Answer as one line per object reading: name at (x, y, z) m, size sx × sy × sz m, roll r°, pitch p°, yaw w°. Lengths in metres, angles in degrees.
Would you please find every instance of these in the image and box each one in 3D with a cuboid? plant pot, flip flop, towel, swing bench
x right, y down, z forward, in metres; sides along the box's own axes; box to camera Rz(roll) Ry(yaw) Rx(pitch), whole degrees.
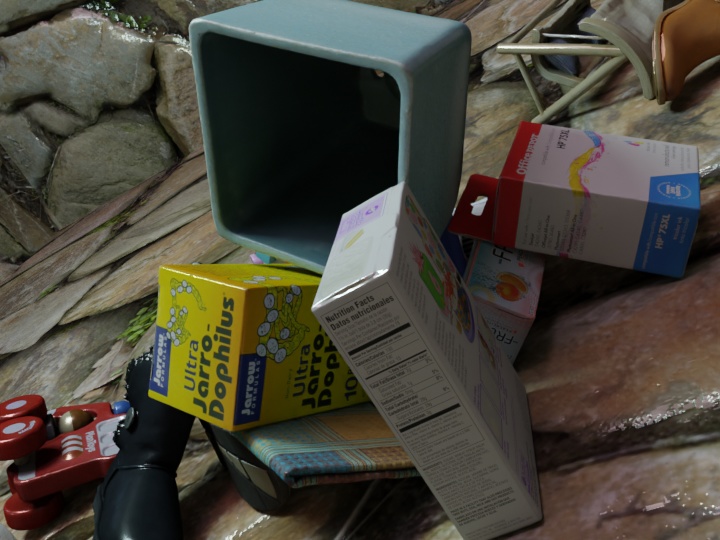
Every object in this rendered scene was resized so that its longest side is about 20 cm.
plant pot at (0.000, -0.133, 0.690) m, size 0.194 × 0.198 × 0.200 m, roll 18°, pitch 40°, yaw 24°
flip flop at (-0.105, 0.160, 0.756) m, size 0.057 × 0.082 × 0.199 m, roll -24°, pitch 11°, yaw -20°
towel at (-0.034, 0.131, 0.654) m, size 0.144 × 0.022 × 0.199 m, roll 3°, pitch 6°, yaw -27°
swing bench at (0.329, -0.315, 1.089) m, size 0.198 × 0.131 × 0.199 m, roll -7°, pitch 32°, yaw 49°

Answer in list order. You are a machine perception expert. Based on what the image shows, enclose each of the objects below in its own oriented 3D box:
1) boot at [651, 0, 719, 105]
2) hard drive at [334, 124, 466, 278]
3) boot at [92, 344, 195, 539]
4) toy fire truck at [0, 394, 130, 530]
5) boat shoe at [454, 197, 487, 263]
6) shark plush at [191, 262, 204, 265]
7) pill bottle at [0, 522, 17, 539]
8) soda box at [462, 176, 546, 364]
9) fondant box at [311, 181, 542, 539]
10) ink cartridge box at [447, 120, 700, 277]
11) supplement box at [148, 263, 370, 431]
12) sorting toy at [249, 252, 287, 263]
boot at (0.422, -0.268, 0.932) m, size 0.153 × 0.077 × 0.202 m, roll 8°, pitch 52°, yaw 25°
hard drive at (0.027, -0.041, 0.801) m, size 0.130 × 0.203 × 0.025 m, roll -15°, pitch -11°, yaw 2°
boot at (-0.183, 0.164, 0.723) m, size 0.200 × 0.075 × 0.171 m, roll 19°, pitch 92°, yaw 65°
toy fire truck at (-0.352, 0.212, 0.980) m, size 0.165 × 0.114 × 0.200 m, roll -13°, pitch 15°, yaw -18°
boat shoe at (0.100, -0.030, 0.861) m, size 0.198 × 0.074 × 0.067 m, roll -29°, pitch 18°, yaw 10°
shark plush at (-0.133, 0.053, 0.913) m, size 0.090 × 0.084 × 0.202 m, roll -26°, pitch 54°, yaw -1°
pill bottle at (-0.430, 0.334, 0.779) m, size 0.110 × 0.112 × 0.201 m, roll -16°, pitch 26°, yaw 39°
soda box at (0.129, -0.003, 0.730) m, size 0.201 × 0.063 × 0.069 m, roll -62°, pitch -9°, yaw -52°
fondant box at (0.051, 0.058, 0.549) m, size 0.058 × 0.202 × 0.145 m, roll -25°, pitch 20°, yaw 18°
ink cartridge box at (0.183, -0.069, 0.699) m, size 0.196 × 0.068 × 0.117 m, roll 11°, pitch 36°, yaw 14°
supplement box at (-0.067, 0.056, 0.693) m, size 0.108 × 0.111 × 0.198 m, roll 11°, pitch 8°, yaw 38°
sorting toy at (-0.137, -0.071, 1.160) m, size 0.106 × 0.182 × 0.200 m, roll -34°, pitch 19°, yaw -8°
